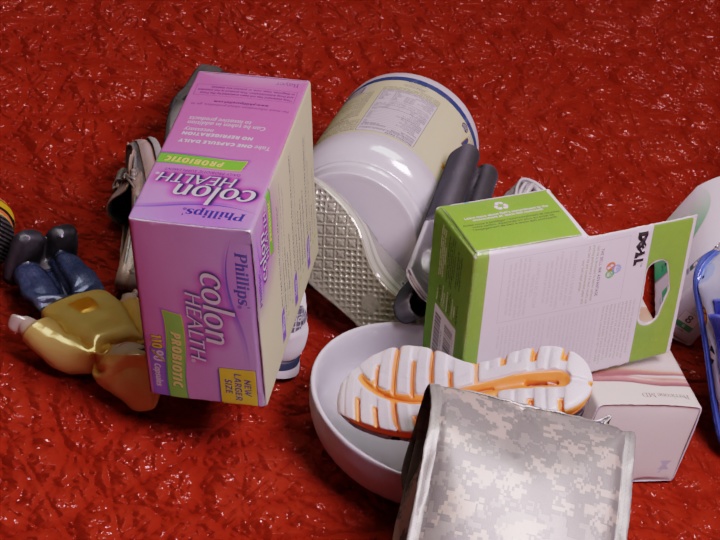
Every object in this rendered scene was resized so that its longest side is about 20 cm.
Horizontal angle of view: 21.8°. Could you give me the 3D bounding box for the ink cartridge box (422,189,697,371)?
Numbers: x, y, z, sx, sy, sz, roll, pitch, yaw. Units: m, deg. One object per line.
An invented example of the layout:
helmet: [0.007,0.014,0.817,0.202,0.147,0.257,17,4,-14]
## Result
ink cartridge box: [0.160,0.012,1.523,0.200,0.148,0.076,-11,37,-21]

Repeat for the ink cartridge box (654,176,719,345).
ink cartridge box: [0.354,-0.047,1.775,0.050,0.200,0.161,29,32,-11]

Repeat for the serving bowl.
serving bowl: [0.050,0.129,1.528,0.200,0.066,0.200,10,34,-7]

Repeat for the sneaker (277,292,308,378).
sneaker: [-0.083,0.007,1.638,0.076,0.081,0.200,-1,36,-20]

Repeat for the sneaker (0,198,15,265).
sneaker: [-0.398,-0.047,1.616,0.200,0.070,0.090,8,20,-11]

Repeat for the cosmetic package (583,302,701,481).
cosmetic package: [0.207,0.085,1.631,0.103,0.087,0.200,2,37,-19]

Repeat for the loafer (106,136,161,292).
loafer: [-0.202,-0.054,1.690,0.063,0.072,0.200,-4,41,-14]

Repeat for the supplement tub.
supplement tub: [0.021,-0.083,1.745,0.145,0.145,0.200,20,35,7]

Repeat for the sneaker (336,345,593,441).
sneaker: [0.081,0.108,1.455,0.199,0.077,0.078,0,58,9]

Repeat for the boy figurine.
boy figurine: [-0.228,0.043,1.547,0.124,0.065,0.200,-7,38,-35]

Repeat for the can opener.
can opener: [0.068,-0.031,1.629,0.053,0.067,0.200,45,36,-19]

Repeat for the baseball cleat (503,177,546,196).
baseball cleat: [0.131,-0.033,1.697,0.070,0.107,0.200,33,0,-15]

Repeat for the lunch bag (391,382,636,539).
lunch bag: [0.107,0.190,1.362,0.164,0.118,0.200,14,68,-3]

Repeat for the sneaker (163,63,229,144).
sneaker: [-0.129,-0.136,1.823,0.114,0.076,0.200,12,29,7]

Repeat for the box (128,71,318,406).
box: [-0.102,-0.027,1.472,0.096,0.176,0.200,6,40,9]

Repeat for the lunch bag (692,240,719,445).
lunch bag: [0.360,0.059,1.635,0.160,0.201,0.075,-21,14,-38]

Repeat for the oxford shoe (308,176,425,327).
oxford shoe: [0.000,0.000,1.647,0.200,0.075,0.058,50,23,1]
